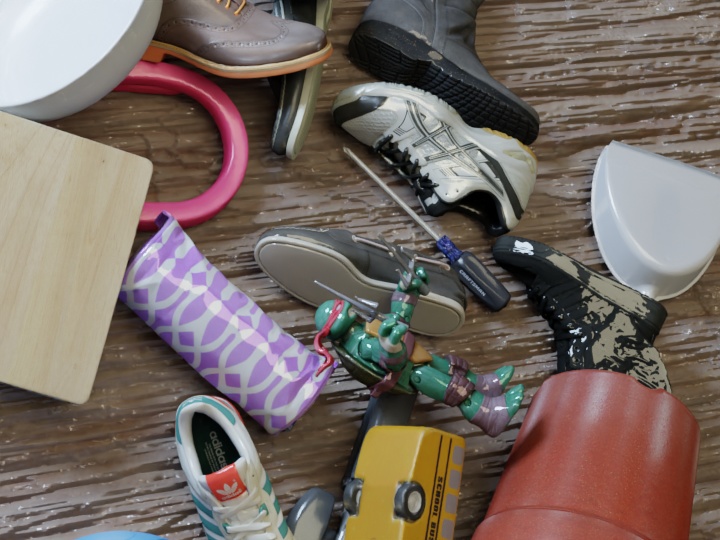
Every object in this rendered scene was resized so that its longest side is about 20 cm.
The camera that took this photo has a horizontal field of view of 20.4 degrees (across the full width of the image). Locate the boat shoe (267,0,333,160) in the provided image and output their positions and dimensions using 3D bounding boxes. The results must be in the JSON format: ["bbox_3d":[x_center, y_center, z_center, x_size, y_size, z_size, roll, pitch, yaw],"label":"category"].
[{"bbox_3d":[-0.063,-0.191,1.745,0.067,0.072,0.201,5,71,1],"label":"boat shoe"}]

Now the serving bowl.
[{"bbox_3d":[-0.240,-0.196,1.626,0.066,0.199,0.201,50,52,-48],"label":"serving bowl"}]

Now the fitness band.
[{"bbox_3d":[-0.191,-0.105,1.675,0.199,0.037,0.145,0,73,-21],"label":"fitness band"}]

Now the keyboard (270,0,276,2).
[{"bbox_3d":[-0.101,-0.298,1.732,0.126,0.021,0.200,-9,46,-27],"label":"keyboard"}]

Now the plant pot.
[{"bbox_3d":[0.192,0.202,1.650,0.200,0.201,0.196,28,57,-11],"label":"plant pot"}]

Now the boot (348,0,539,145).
[{"bbox_3d":[0.095,-0.210,1.812,0.199,0.070,0.132,33,58,-14],"label":"boot"}]

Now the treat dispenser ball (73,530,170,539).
[{"bbox_3d":[-0.174,0.292,1.456,0.199,0.201,0.202,7,70,-20],"label":"treat dispenser ball"}]

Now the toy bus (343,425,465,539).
[{"bbox_3d":[0.028,0.225,1.592,0.078,0.065,0.201,22,72,-46],"label":"toy bus"}]

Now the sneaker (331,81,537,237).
[{"bbox_3d":[0.063,-0.095,1.752,0.199,0.076,0.088,22,66,-13],"label":"sneaker"}]

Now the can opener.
[{"bbox_3d":[-0.004,0.163,1.651,0.066,0.053,0.201,29,64,-10],"label":"can opener"}]

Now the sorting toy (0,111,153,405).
[{"bbox_3d":[-0.287,-0.016,1.570,0.198,0.070,0.201,18,81,-16],"label":"sorting toy"}]

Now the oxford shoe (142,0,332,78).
[{"bbox_3d":[-0.121,-0.210,1.673,0.198,0.073,0.071,8,30,6],"label":"oxford shoe"}]

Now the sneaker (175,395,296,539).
[{"bbox_3d":[-0.098,0.189,1.571,0.070,0.093,0.201,-23,79,1],"label":"sneaker"}]

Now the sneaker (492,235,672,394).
[{"bbox_3d":[0.193,0.054,1.760,0.199,0.060,0.105,25,80,1],"label":"sneaker"}]

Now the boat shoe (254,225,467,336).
[{"bbox_3d":[0.000,0.000,1.708,0.199,0.067,0.057,21,43,-20],"label":"boat shoe"}]

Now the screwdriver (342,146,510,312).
[{"bbox_3d":[0.058,-0.040,1.756,0.200,0.029,0.028,47,62,-6],"label":"screwdriver"}]

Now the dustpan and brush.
[{"bbox_3d":[0.266,-0.004,1.824,0.139,0.057,0.201,17,60,-15],"label":"dustpan and brush"}]

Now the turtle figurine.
[{"bbox_3d":[0.036,0.058,1.625,0.199,0.101,0.150,33,27,-12],"label":"turtle figurine"}]

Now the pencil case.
[{"bbox_3d":[-0.108,0.045,1.623,0.200,0.084,0.086,42,56,-8],"label":"pencil case"}]
